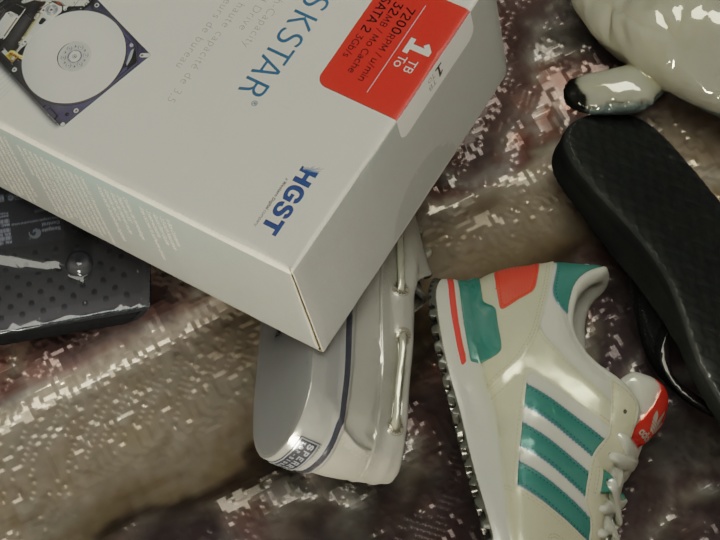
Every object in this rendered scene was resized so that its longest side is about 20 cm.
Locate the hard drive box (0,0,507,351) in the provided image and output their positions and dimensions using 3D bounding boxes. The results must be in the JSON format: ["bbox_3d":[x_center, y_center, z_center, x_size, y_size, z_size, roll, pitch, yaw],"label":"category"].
[{"bbox_3d":[-0.063,-0.083,0.921,0.200,0.077,0.156,25,69,20],"label":"hard drive box"}]

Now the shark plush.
[{"bbox_3d":[0.186,-0.108,0.993,0.199,0.083,0.091,13,109,12],"label":"shark plush"}]

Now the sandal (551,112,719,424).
[{"bbox_3d":[0.149,0.014,0.960,0.075,0.048,0.201,-9,52,-28],"label":"sandal"}]

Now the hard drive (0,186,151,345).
[{"bbox_3d":[-0.168,-0.058,0.992,0.134,0.042,0.201,-10,68,-4],"label":"hard drive"}]

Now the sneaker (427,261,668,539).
[{"bbox_3d":[0.092,0.085,0.918,0.093,0.070,0.200,-15,66,1],"label":"sneaker"}]

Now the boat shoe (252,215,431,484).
[{"bbox_3d":[0.000,0.000,0.958,0.066,0.072,0.201,20,52,-24],"label":"boat shoe"}]
